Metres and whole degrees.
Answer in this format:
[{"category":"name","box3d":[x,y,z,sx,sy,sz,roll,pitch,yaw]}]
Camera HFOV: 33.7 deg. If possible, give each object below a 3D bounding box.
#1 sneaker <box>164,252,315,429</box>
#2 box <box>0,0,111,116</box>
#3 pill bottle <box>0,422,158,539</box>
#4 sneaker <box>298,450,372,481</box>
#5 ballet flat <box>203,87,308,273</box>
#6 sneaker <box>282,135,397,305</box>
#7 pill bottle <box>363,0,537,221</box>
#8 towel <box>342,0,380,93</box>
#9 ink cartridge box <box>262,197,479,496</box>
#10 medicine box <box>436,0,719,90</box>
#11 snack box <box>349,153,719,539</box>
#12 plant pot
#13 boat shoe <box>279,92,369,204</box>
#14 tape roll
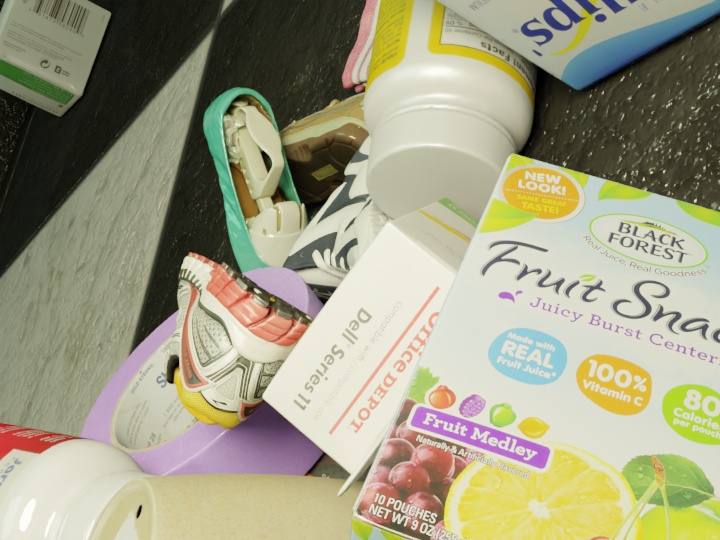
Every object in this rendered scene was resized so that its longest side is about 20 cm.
[{"category":"sneaker","box3d":[-0.085,0.041,0.694,0.083,0.077,0.200,-59,8,-4]},{"category":"box","box3d":[-0.651,-0.463,2.444,0.171,0.197,0.203,-17,54,60]},{"category":"pill bottle","box3d":[-0.192,0.152,0.705,0.198,0.112,0.114,1,67,40]},{"category":"sneaker","box3d":[-0.034,0.123,0.836,0.082,0.077,0.199,-50,28,-10]},{"category":"ballet flat","box3d":[-0.079,-0.059,0.972,0.070,0.066,0.203,-39,68,61]},{"category":"sneaker","box3d":[0.000,0.000,0.843,0.130,0.079,0.201,-54,27,28]},{"category":"pill bottle","box3d":[0.062,-0.136,0.793,0.114,0.113,0.203,-33,40,50]},{"category":"towel","box3d":[0.050,-0.243,1.005,0.199,0.030,0.149,-15,59,60]},{"category":"ink cartridge box","box3d":[0.020,0.032,0.633,0.118,0.067,0.200,-54,-7,14]},{"category":"medicine box","box3d":[0.115,-0.215,0.648,0.181,0.198,0.104,-25,44,56]},{"category":"snack box","box3d":[0.093,0.051,0.463,0.053,0.140,0.201,94,-162,-47]},{"category":"plant pot","box3d":[-0.041,0.181,0.612,0.187,0.198,0.189,-41,35,38]},{"category":"boat shoe","box3d":[-0.028,-0.110,1.029,0.199,0.072,0.077,-6,48,55]},{"category":"tape roll","box3d":[-0.099,0.091,0.818,0.198,0.066,0.201,-31,26,17]}]
